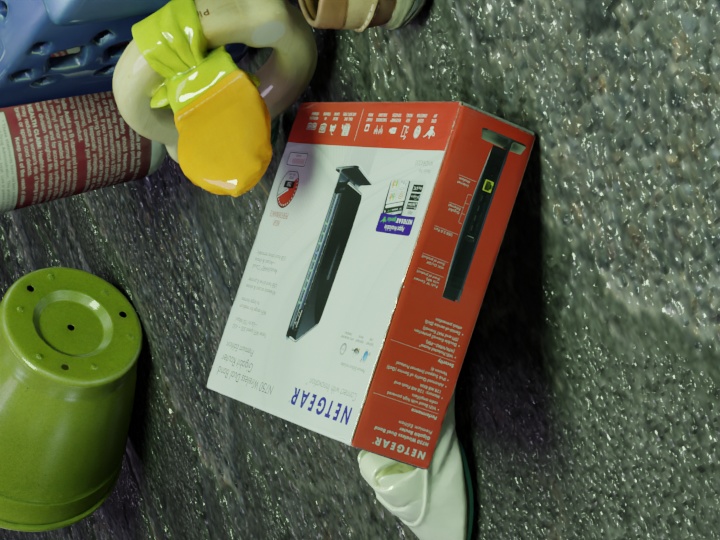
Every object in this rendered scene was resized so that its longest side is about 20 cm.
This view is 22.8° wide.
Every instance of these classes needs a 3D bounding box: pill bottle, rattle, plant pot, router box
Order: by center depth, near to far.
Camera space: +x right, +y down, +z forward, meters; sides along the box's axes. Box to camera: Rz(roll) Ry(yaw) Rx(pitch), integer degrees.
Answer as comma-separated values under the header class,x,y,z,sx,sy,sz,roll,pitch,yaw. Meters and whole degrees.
class,x,y,z,sx,sy,sz,roll,pitch,yaw
router box,0.000,0.000,0.970,0.200,0.049,0.180,10,81,64
rattle,-0.069,-0.070,1.084,0.143,0.130,0.200,51,158,23
plant pot,-0.154,-0.227,1.100,0.180,0.200,0.201,-22,84,61
pill bottle,-0.206,-0.111,1.272,0.114,0.199,0.114,45,143,49
plant pot,-0.286,0.104,1.631,0.201,0.200,0.193,62,142,26

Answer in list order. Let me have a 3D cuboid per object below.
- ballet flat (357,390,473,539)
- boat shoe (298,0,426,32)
class,x,y,z,sx,sy,sz,roll,pitch,yaw
ballet flat,0.026,0.092,1.058,0.069,0.069,0.201,41,141,51
boat shoe,-0.025,-0.223,0.960,0.076,0.072,0.201,-29,78,66
